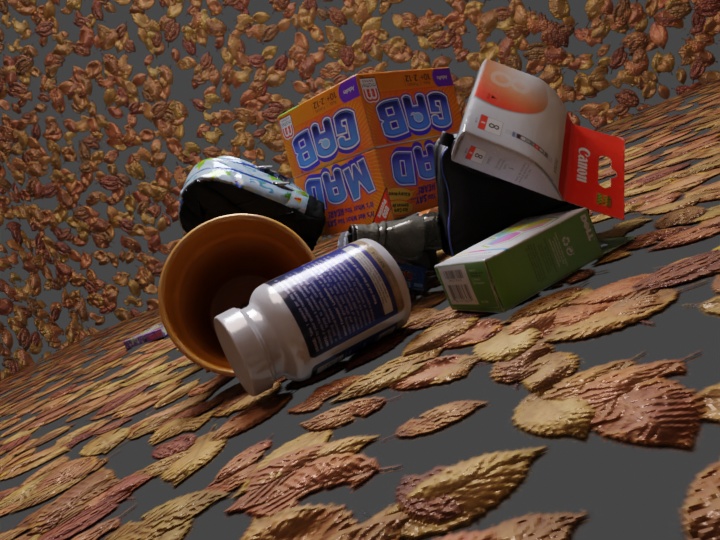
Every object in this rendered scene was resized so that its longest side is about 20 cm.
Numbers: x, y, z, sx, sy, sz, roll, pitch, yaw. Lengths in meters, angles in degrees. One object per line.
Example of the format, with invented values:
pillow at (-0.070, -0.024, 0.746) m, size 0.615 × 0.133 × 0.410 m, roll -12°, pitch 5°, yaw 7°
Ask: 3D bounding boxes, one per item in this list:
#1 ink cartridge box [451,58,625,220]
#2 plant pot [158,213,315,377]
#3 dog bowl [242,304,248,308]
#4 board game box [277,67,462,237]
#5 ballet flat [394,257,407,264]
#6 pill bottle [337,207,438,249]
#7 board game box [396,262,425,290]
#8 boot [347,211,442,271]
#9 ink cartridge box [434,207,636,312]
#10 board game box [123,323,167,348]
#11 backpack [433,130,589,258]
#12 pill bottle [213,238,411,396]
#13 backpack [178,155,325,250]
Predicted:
ink cartridge box at (0.214, -0.153, 0.711) m, size 0.050 × 0.199 × 0.163 m, roll 104°, pitch -174°, yaw -49°
plant pot at (-0.156, 0.046, 0.847) m, size 0.199 × 0.201 × 0.183 m, roll -24°, pitch -8°, yaw -12°
dog bowl at (-0.184, 0.079, 1.056) m, size 0.199 × 0.079 × 0.200 m, roll -22°, pitch 7°, yaw 3°
board game box at (0.028, -0.180, 0.973) m, size 0.199 × 0.201 × 0.200 m, roll -20°, pitch 7°, yaw -40°
ballet flat at (0.000, 0.000, 1.110) m, size 0.199 × 0.068 × 0.068 m, roll -20°, pitch 7°, yaw 21°
pill bottle at (0.063, -0.055, 1.164) m, size 0.199 × 0.107 × 0.106 m, roll -18°, pitch 9°, yaw 36°
board game box at (-0.010, 0.009, 0.944) m, size 0.135 × 0.035 × 0.200 m, roll 8°, pitch -7°, yaw -23°
boot at (0.043, -0.039, 0.885) m, size 0.130 × 0.068 × 0.200 m, roll -5°, pitch -11°, yaw 3°
ink cartridge box at (0.194, -0.022, 0.699) m, size 0.199 × 0.060 × 0.104 m, roll -26°, pitch 8°, yaw -21°
board game box at (-0.571, 0.171, 1.776) m, size 0.199 × 0.032 × 0.120 m, roll -18°, pitch 4°, yaw 39°
backpack at (0.195, -0.102, 0.822) m, size 0.189 × 0.201 × 0.154 m, roll -7°, pitch 22°, yaw 1°
pill bottle at (-0.053, 0.052, 0.698) m, size 0.199 × 0.116 × 0.116 m, roll -26°, pitch 8°, yaw -24°
backpack at (-0.172, -0.084, 0.938) m, size 0.199 × 0.154 × 0.163 m, roll 13°, pitch -48°, yaw -22°
